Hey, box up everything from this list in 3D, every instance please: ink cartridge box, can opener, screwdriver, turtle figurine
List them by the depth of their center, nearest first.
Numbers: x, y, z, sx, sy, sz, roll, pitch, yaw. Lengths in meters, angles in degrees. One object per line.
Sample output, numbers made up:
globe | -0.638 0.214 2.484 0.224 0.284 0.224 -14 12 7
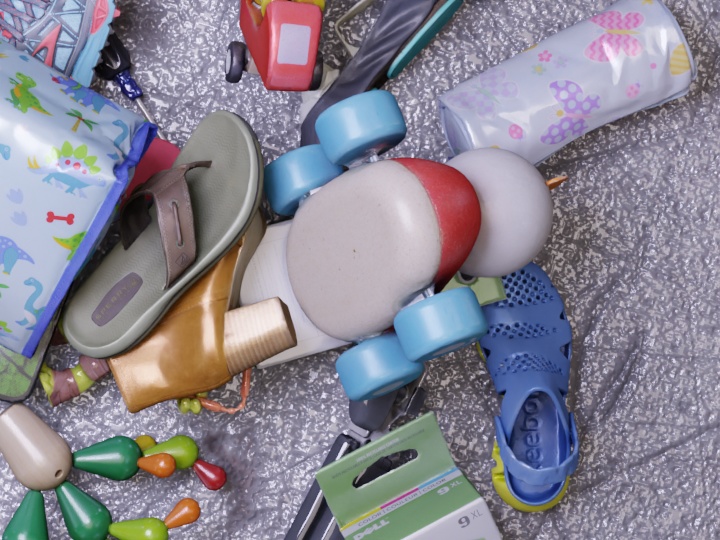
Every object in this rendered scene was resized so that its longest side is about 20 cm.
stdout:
ink cartridge box | 0.055 0.219 1.399 0.104 0.059 0.200 -27 113 -7
turtle figurine | -0.171 0.033 1.415 0.161 0.064 0.200 -17 74 -2
can opener | -0.014 0.143 1.427 0.067 0.053 0.200 30 87 -40
screwdriver | -0.160 -0.120 1.432 0.029 0.028 0.200 -37 91 24
ink cartridge box | 0.000 0.000 1.433 0.200 0.059 0.104 -16 90 -5

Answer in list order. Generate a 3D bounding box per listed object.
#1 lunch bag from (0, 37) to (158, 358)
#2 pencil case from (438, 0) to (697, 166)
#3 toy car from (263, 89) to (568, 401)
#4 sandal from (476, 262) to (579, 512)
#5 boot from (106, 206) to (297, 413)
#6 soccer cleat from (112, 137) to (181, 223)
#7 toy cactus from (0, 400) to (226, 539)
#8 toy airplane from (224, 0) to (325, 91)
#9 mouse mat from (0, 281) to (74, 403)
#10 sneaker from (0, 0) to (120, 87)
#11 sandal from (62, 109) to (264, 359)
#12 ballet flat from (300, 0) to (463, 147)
lunch bag | -0.261 -0.050 1.294 0.170 0.127 0.200 29 117 -6
pencil case | 0.158 -0.136 1.435 0.200 0.083 0.091 -30 69 -6
toy car | 0.063 -0.029 1.354 0.200 0.177 0.184 -14 77 -33
sandal | 0.134 0.089 1.434 0.079 0.087 0.200 -9 89 -4
boot | -0.138 -0.006 1.357 0.144 0.071 0.201 -18 69 5
soccer cleat | -0.225 -0.044 1.409 0.200 0.076 0.067 -23 65 -9
toy cactus | -0.214 0.168 1.394 0.200 0.102 0.165 -39 97 -12
toy airplane | -0.054 -0.246 1.364 0.199 0.141 0.200 44 60 8
mouse mat | -0.284 -0.019 1.355 0.161 0.008 0.200 20 88 -7
sneaker | -0.237 -0.173 1.357 0.095 0.079 0.200 0 119 -34
sandal | -0.139 -0.025 1.302 0.080 0.057 0.201 34 86 31
ballet flat | -0.002 -0.156 1.431 0.073 0.073 0.200 37 87 -4
